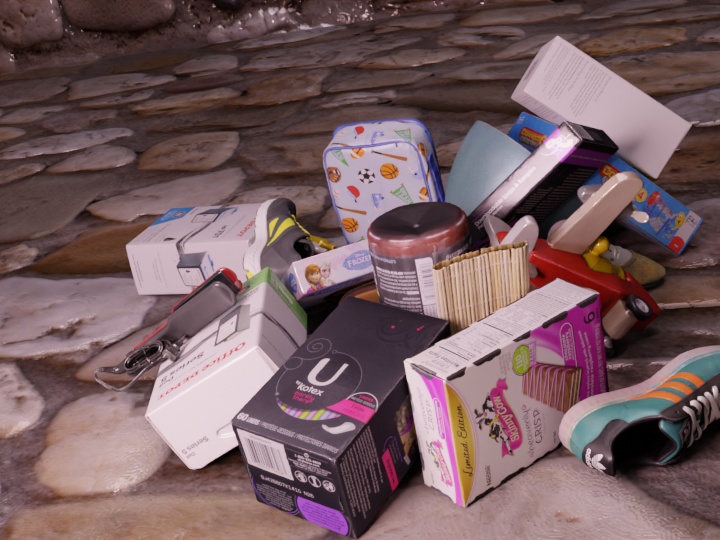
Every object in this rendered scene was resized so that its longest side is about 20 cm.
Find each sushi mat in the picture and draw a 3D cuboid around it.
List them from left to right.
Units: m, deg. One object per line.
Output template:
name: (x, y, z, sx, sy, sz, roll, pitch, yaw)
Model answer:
sushi mat: (0.124, 0.060, 1.076, 0.095, 0.201, 0.012, -15, 39, -5)

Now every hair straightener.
hair straightener: (-0.215, 0.072, 1.196, 0.200, 0.041, 0.077, -32, 19, 15)

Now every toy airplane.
toy airplane: (0.215, -0.010, 1.192, 0.199, 0.200, 0.141, -9, 35, 13)

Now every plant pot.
plant pot: (0.184, -0.077, 1.416, 0.135, 0.200, 0.200, -51, 27, 3)

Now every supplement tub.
supplement tub: (0.074, 0.037, 1.146, 0.106, 0.201, 0.107, -10, 24, 4)

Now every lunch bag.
lunch bag: (0.043, -0.110, 1.517, 0.160, 0.201, 0.076, -4, 37, 19)

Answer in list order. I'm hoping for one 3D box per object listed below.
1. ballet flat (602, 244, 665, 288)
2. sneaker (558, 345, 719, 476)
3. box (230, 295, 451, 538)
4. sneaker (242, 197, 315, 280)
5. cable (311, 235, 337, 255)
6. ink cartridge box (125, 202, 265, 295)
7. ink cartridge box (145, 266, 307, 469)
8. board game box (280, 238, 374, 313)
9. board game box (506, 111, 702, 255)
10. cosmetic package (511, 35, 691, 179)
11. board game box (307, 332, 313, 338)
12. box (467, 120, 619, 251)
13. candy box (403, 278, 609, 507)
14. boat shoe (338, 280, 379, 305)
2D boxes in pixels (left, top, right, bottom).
ballet flat: (0.265, -0.005, 1.327, 0.199, 0.071, 0.071, -7, 23, 9)
sneaker: (0.285, 0.134, 1.000, 0.199, 0.072, 0.080, -22, 29, -12)
box: (-0.008, 0.130, 1.034, 0.122, 0.106, 0.200, 13, 42, 32)
sneaker: (-0.097, -0.033, 1.467, 0.084, 0.075, 0.200, -8, 34, 12)
cable: (-0.028, -0.016, 1.506, 0.199, 0.051, 0.097, 1, 28, 31)
ink cartridge box: (-0.210, -0.032, 1.588, 0.199, 0.086, 0.147, -3, 24, 22)
ink cartridge box: (-0.138, 0.101, 1.189, 0.145, 0.084, 0.200, -33, 20, 12)
board game box: (0.000, 0.000, 1.350, 0.199, 0.041, 0.200, -18, -8, -14)
board game box: (0.307, -0.115, 1.420, 0.056, 0.195, 0.200, -58, 27, 6)
cosmetic package: (0.298, -0.199, 1.381, 0.200, 0.085, 0.108, 31, 2, -4)
board game box: (-0.027, 0.122, 1.207, 0.135, 0.035, 0.200, -11, 23, 1)
box: (0.191, -0.084, 1.244, 0.200, 0.036, 0.143, -46, -18, 22)
candy box: (0.142, 0.110, 1.027, 0.199, 0.137, 0.061, -26, 28, -29)
boat shoe: (0.068, 0.033, 1.328, 0.199, 0.071, 0.070, -6, 29, -10)
